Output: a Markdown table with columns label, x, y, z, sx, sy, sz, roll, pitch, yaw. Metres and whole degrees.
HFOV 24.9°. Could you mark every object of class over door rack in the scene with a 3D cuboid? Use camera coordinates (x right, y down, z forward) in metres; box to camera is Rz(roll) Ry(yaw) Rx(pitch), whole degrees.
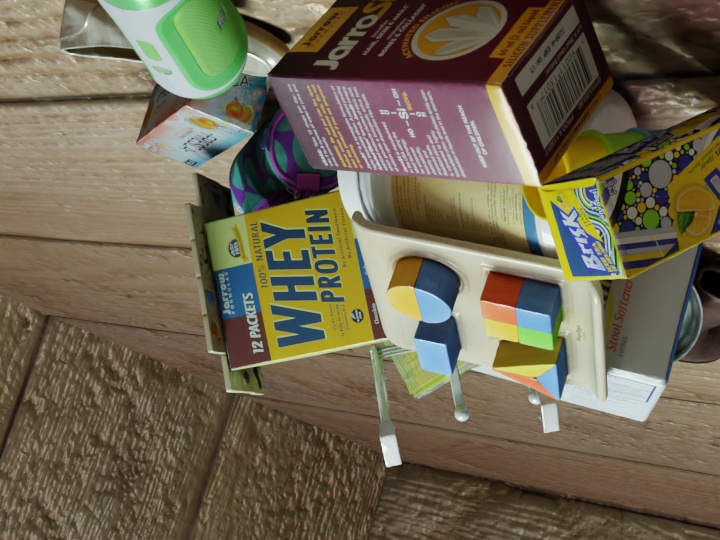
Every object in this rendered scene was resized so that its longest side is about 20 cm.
| label | x | y | z | sx | sy | sz | roll | pitch | yaw |
| --- | --- | --- | --- | --- | --- | --- | --- | --- | --- |
| over door rack | 0.085 | 0.111 | 1.401 | 0.147 | 0.067 | 0.200 | -12 | -160 | 2 |

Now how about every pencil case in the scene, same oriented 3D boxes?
| label | x | y | z | sx | sy | sz | roll | pitch | yaw |
| --- | --- | --- | --- | --- | --- | --- | --- | --- | --- |
| pencil case | -0.067 | -0.098 | 1.516 | 0.085 | 0.093 | 0.200 | 19 | 169 | -11 |

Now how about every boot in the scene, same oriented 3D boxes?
| label | x | y | z | sx | sy | sz | roll | pitch | yaw |
| --- | --- | --- | --- | --- | --- | --- | --- | --- | --- |
| boot | 0.347 | 0.048 | 1.642 | 0.200 | 0.073 | 0.166 | 28 | 166 | -31 |

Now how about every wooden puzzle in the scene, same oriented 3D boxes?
| label | x | y | z | sx | sy | sz | roll | pitch | yaw |
| --- | --- | --- | --- | --- | --- | --- | --- | --- | --- |
| wooden puzzle | 0.090 | 0.039 | 1.250 | 0.199 | 0.046 | 0.185 | 16 | 154 | 19 |

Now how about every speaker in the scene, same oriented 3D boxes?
| label | x | y | z | sx | sy | sz | roll | pitch | yaw |
| --- | --- | --- | --- | --- | --- | --- | --- | --- | --- |
| speaker | -0.137 | -0.193 | 1.189 | 0.088 | 0.089 | 0.200 | 15 | 168 | 11 |

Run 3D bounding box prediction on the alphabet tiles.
| label | x | y | z | sx | sy | sz | roll | pitch | yaw |
| --- | --- | --- | --- | --- | --- | --- | --- | --- | --- |
| alphabet tiles | -0.121 | 0.014 | 1.499 | 0.006 | 0.201 | 0.166 | -12 | 172 | 12 |

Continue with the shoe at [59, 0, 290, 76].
| label | x | y | z | sx | sy | sz | roll | pitch | yaw |
| --- | --- | --- | --- | --- | --- | --- | --- | --- | --- |
| shoe | -0.154 | -0.184 | 1.336 | 0.199 | 0.054 | 0.070 | 14 | 168 | 13 |

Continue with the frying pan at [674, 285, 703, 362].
| label | x | y | z | sx | sy | sz | roll | pitch | yaw |
| --- | --- | --- | --- | --- | --- | --- | --- | --- | --- |
| frying pan | 0.231 | 0.038 | 1.560 | 0.189 | 0.115 | 0.031 | 2 | -159 | 16 |

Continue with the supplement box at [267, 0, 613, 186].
| label | x | y | z | sx | sy | sz | roll | pitch | yaw |
| --- | --- | --- | --- | --- | --- | --- | --- | --- | --- |
| supplement box | 0.053 | -0.129 | 1.105 | 0.200 | 0.110 | 0.086 | 7 | 137 | 39 |

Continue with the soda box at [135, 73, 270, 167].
| label | x | y | z | sx | sy | sz | roll | pitch | yaw |
| --- | --- | --- | --- | --- | --- | --- | --- | --- | --- |
| soda box | -0.143 | -0.146 | 1.470 | 0.068 | 0.064 | 0.200 | 21 | 169 | -18 |

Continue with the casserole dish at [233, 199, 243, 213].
| label | x | y | z | sx | sy | sz | roll | pitch | yaw |
| --- | --- | --- | --- | --- | --- | --- | --- | --- | --- |
| casserole dish | -0.063 | -0.060 | 1.821 | 0.121 | 0.039 | 0.200 | 5 | 162 | 44 |

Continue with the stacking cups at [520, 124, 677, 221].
| label | x | y | z | sx | sy | sz | roll | pitch | yaw |
| --- | --- | --- | --- | --- | --- | --- | --- | --- | --- |
| stacking cups | 0.208 | -0.071 | 1.142 | 0.199 | 0.061 | 0.060 | -6 | -179 | -30 |

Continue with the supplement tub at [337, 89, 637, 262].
| label | x | y | z | sx | sy | sz | roll | pitch | yaw |
| --- | --- | --- | --- | --- | --- | --- | --- | --- | --- |
| supplement tub | 0.098 | -0.078 | 1.246 | 0.200 | 0.145 | 0.145 | 10 | 166 | 33 |

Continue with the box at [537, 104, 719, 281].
| label | x | y | z | sx | sy | sz | roll | pitch | yaw |
| --- | --- | --- | --- | --- | --- | --- | --- | --- | --- |
| box | 0.216 | -0.059 | 1.077 | 0.200 | 0.070 | 0.064 | -24 | -169 | -30 |

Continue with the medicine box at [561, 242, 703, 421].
| label | x | y | z | sx | sy | sz | roll | pitch | yaw |
| --- | --- | --- | --- | --- | --- | --- | --- | --- | --- |
| medicine box | 0.228 | 0.019 | 1.413 | 0.103 | 0.183 | 0.200 | 15 | 169 | 7 |

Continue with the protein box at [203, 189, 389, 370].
| label | x | y | z | sx | sy | sz | roll | pitch | yaw |
| --- | --- | --- | --- | --- | --- | --- | --- | --- | --- |
| protein box | 0.000 | 0.000 | 1.487 | 0.198 | 0.135 | 0.200 | -12 | 177 | 27 |

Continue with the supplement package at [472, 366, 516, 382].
| label | x | y | z | sx | sy | sz | roll | pitch | yaw |
| --- | --- | --- | --- | --- | --- | --- | --- | --- | --- |
| supplement package | 0.137 | 0.040 | 1.799 | 0.117 | 0.117 | 0.200 | 13 | 167 | 18 |

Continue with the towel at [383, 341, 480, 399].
| label | x | y | z | sx | sy | sz | roll | pitch | yaw |
| --- | --- | --- | --- | --- | --- | --- | --- | --- | --- |
| towel | 0.054 | 0.026 | 1.677 | 0.023 | 0.200 | 0.144 | -20 | 168 | -38 |
